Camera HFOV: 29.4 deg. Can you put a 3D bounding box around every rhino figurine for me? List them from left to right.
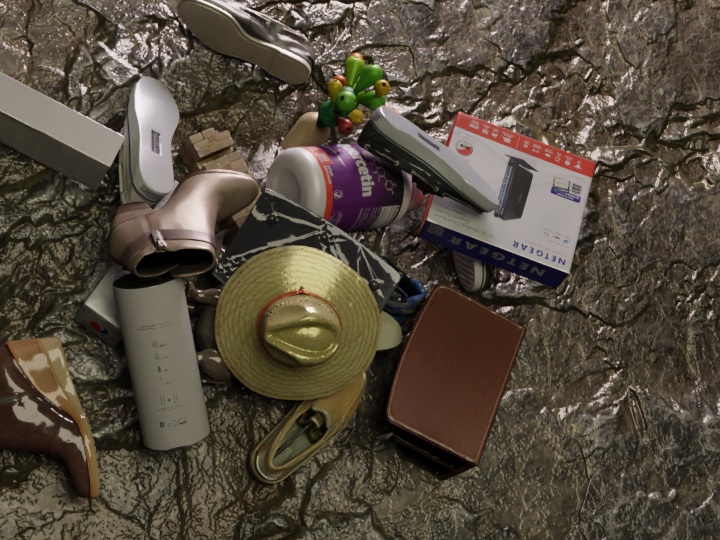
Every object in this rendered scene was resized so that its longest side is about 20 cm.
[{"bbox_3d":[-0.177,0.044,1.671,0.087,0.060,0.201,15,71,-21],"label":"rhino figurine"}]

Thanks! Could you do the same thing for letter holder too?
[{"bbox_3d":[0.101,0.139,1.743,0.142,0.101,0.201,28,64,-11],"label":"letter holder"}]

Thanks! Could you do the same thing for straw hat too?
[{"bbox_3d":[-0.069,0.071,1.592,0.200,0.085,0.202,-1,101,-7],"label":"straw hat"}]

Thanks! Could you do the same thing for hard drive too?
[{"bbox_3d":[-0.065,0.005,1.653,0.199,0.042,0.135,32,86,-11],"label":"hard drive"}]

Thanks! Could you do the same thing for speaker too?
[{"bbox_3d":[-0.228,0.100,1.573,0.081,0.081,0.201,-18,109,-27],"label":"speaker"}]

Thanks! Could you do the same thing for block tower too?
[{"bbox_3d":[-0.155,-0.081,1.728,0.054,0.058,0.201,-26,86,-28],"label":"block tower"}]

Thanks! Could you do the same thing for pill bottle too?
[{"bbox_3d":[-0.014,-0.106,1.756,0.199,0.112,0.113,-9,76,-37],"label":"pill bottle"}]

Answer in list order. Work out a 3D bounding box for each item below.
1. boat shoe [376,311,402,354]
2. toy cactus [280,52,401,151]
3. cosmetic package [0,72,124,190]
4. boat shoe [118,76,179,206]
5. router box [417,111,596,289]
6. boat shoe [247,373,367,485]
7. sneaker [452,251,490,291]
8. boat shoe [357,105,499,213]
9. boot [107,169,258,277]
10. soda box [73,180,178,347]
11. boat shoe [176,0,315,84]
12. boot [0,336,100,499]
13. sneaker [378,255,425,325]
[{"bbox_3d":[-0.047,0.078,1.720,0.200,0.063,0.074,4,55,-21],"label":"boat shoe"},{"bbox_3d":[-0.028,-0.202,1.787,0.165,0.200,0.102,-40,107,11],"label":"toy cactus"},{"bbox_3d":[-0.389,-0.174,1.643,0.199,0.083,0.051,28,61,-14],"label":"cosmetic package"},{"bbox_3d":[-0.268,-0.154,1.696,0.072,0.066,0.201,26,42,-38],"label":"boat shoe"},{"bbox_3d":[0.194,-0.093,1.799,0.199,0.049,0.180,20,61,-4],"label":"router box"},{"bbox_3d":[-0.052,0.181,1.673,0.072,0.076,0.200,43,61,-5],"label":"boat shoe"},{"bbox_3d":[0.163,-0.071,1.851,0.079,0.078,0.201,-2,72,-18],"label":"sneaker"},{"bbox_3d":[0.085,-0.129,1.725,0.200,0.057,0.069,36,23,-13],"label":"boat shoe"},{"bbox_3d":[-0.193,-0.046,1.572,0.199,0.146,0.071,-17,123,-15],"label":"boot"},{"bbox_3d":[-0.259,-0.008,1.651,0.063,0.068,0.200,37,63,-8],"label":"soda box"},{"bbox_3d":[-0.149,-0.314,1.809,0.199,0.067,0.057,28,48,-18],"label":"boat shoe"},{"bbox_3d":[-0.391,0.183,1.543,0.166,0.072,0.201,-19,82,-15],"label":"boot"},{"bbox_3d":[0.000,0.000,1.756,0.199,0.078,0.076,23,64,-15],"label":"sneaker"}]
